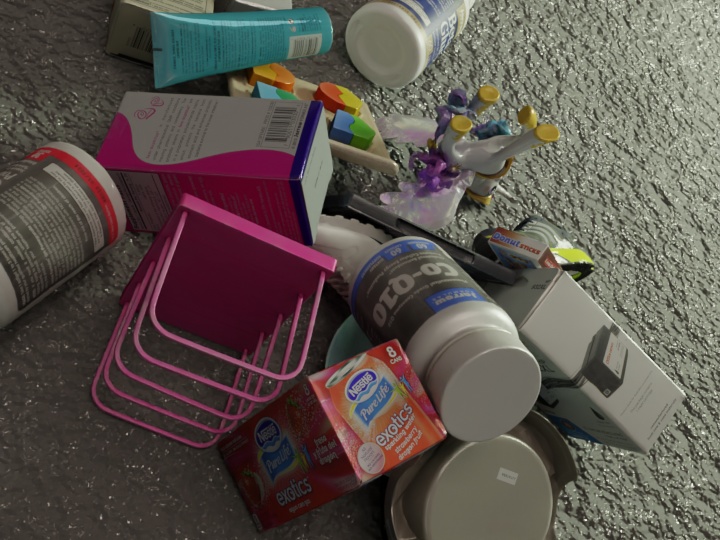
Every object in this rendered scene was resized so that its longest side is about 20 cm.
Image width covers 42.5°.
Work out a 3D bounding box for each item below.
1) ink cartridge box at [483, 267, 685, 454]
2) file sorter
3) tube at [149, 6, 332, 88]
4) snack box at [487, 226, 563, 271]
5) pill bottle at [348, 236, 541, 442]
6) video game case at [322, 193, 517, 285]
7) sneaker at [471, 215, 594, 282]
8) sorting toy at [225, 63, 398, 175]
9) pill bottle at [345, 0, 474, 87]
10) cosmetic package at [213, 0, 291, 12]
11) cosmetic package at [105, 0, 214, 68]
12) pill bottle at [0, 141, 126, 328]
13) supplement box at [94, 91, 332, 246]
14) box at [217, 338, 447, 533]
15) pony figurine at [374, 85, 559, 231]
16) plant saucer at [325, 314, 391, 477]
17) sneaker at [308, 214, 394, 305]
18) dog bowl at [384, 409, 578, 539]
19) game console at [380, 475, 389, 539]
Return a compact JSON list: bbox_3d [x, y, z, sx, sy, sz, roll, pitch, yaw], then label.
[{"bbox_3d":[0.221,0.095,0.990,0.200,0.145,0.084,44,75,-14],"label":"ink cartridge box"},{"bbox_3d":[-0.135,0.057,0.795,0.139,0.200,0.126,24,56,-17],"label":"file sorter"},{"bbox_3d":[-0.126,-0.245,0.986,0.199,0.078,0.050,-15,27,-29],"label":"tube"},{"bbox_3d":[0.212,0.026,1.040,0.024,0.072,0.200,-52,134,-11],"label":"snack box"},{"bbox_3d":[0.073,0.059,0.839,0.113,0.114,0.200,8,23,-27],"label":"pill bottle"},{"bbox_3d":[0.056,-0.034,1.008,0.199,0.143,0.019,24,86,-17],"label":"video game case"},{"bbox_3d":[0.200,-0.027,1.127,0.199,0.074,0.081,11,45,-45],"label":"sneaker"},{"bbox_3d":[-0.057,-0.181,1.026,0.184,0.037,0.200,15,26,-23],"label":"sorting toy"},{"bbox_3d":[0.074,-0.331,1.205,0.111,0.111,0.200,42,50,-3],"label":"pill bottle"},{"bbox_3d":[-0.136,-0.352,1.099,0.071,0.101,0.201,9,58,-26],"label":"cosmetic package"},{"bbox_3d":[-0.220,-0.331,1.043,0.103,0.087,0.201,14,57,-22],"label":"cosmetic package"},{"bbox_3d":[-0.307,-0.019,0.791,0.111,0.111,0.200,45,49,0],"label":"pill bottle"},{"bbox_3d":[-0.137,-0.099,0.890,0.199,0.104,0.102,6,55,10],"label":"supplement box"},{"bbox_3d":[-0.031,0.147,0.800,0.099,0.200,0.096,-20,77,-37],"label":"box"},{"bbox_3d":[0.113,-0.132,1.084,0.192,0.200,0.167,4,67,-11],"label":"pony figurine"},{"bbox_3d":[0.052,0.126,0.942,0.200,0.039,0.202,11,59,-18],"label":"plant saucer"},{"bbox_3d":[0.000,0.000,0.969,0.200,0.076,0.081,22,77,-37],"label":"sneaker"},{"bbox_3d":[0.111,0.221,0.872,0.199,0.059,0.201,-1,92,-26],"label":"dog bowl"},{"bbox_3d":[0.101,0.196,0.963,0.176,0.031,0.201,14,56,-24],"label":"game console"}]
